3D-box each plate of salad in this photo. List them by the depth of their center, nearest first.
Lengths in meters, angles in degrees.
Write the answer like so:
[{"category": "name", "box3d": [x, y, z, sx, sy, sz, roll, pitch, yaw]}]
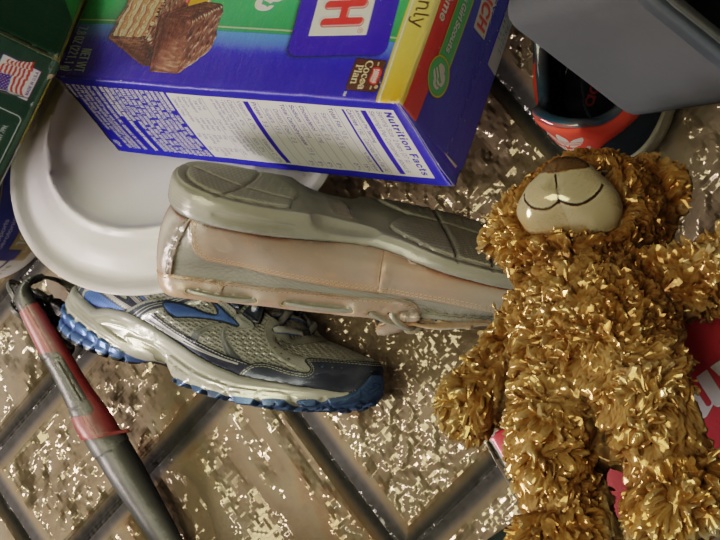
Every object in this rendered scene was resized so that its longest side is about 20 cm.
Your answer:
[{"category": "plate of salad", "box3d": [-0.091, -0.071, 1.037, 0.199, 0.048, 0.201, -12, 57, 19]}]

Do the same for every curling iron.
[{"category": "curling iron", "box3d": [-0.136, 0.085, 1.090, 0.026, 0.050, 0.201, -37, 77, 26]}]

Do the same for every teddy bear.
[{"category": "teddy bear", "box3d": [0.091, 0.029, 0.775, 0.145, 0.067, 0.201, -12, 56, 43]}]

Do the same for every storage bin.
[{"category": "storage bin", "box3d": [0.159, -0.153, 0.823, 0.134, 0.145, 0.201, -11, 49, 63]}]

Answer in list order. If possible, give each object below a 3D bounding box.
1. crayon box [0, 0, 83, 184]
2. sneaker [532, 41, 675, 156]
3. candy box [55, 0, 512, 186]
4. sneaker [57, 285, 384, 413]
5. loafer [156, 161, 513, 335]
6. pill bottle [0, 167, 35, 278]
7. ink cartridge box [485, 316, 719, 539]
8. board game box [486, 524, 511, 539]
[{"category": "crayon box", "box3d": [-0.176, -0.127, 1.018, 0.051, 0.200, 0.127, 25, 127, -12]}, {"category": "sneaker", "box3d": [0.120, -0.149, 0.909, 0.075, 0.084, 0.201, 9, 94, 31]}, {"category": "candy box", "box3d": [-0.026, -0.138, 0.968, 0.199, 0.077, 0.170, 7, 65, 29]}, {"category": "sneaker", "box3d": [-0.072, 0.019, 1.032, 0.199, 0.077, 0.086, 17, 94, 29]}, {"category": "loafer", "box3d": [0.000, 0.000, 0.953, 0.199, 0.072, 0.063, 14, 111, -10]}, {"category": "pill bottle", "box3d": [-0.265, -0.054, 1.072, 0.119, 0.200, 0.120, 0, 90, 31]}, {"category": "ink cartridge box", "box3d": [0.162, 0.049, 0.831, 0.200, 0.175, 0.084, -39, 70, 24]}, {"category": "board game box", "box3d": [0.063, 0.204, 0.930, 0.200, 0.028, 0.136, -36, 59, 9]}]
